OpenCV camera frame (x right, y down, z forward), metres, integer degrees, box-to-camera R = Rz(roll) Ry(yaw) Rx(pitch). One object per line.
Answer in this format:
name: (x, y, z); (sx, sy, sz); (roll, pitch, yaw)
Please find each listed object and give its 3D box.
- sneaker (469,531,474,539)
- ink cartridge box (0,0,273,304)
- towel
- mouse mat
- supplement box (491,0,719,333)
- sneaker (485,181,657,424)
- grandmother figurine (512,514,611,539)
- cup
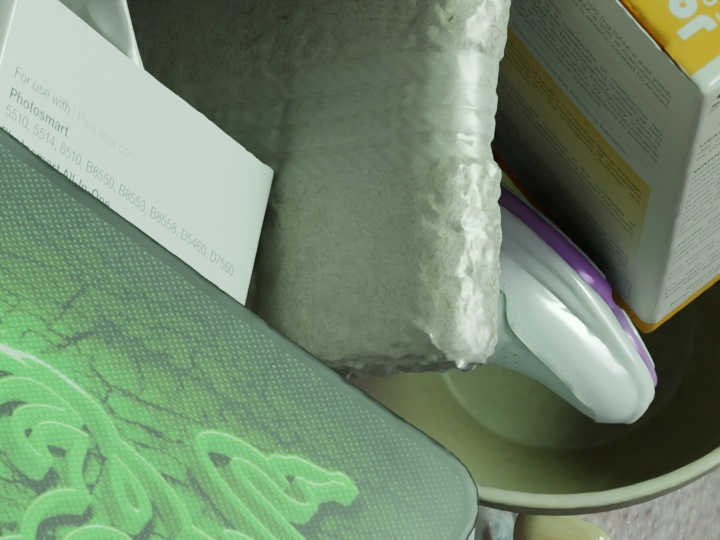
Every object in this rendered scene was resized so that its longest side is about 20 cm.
sneaker: (-0.043, 0.121, 0.966); (0.074, 0.118, 0.201); (-23, 143, -49)
ink cartridge box: (-0.118, 0.017, 0.804); (0.125, 0.128, 0.201); (38, 58, -49)
towel: (-0.033, -0.030, 0.875); (0.034, 0.200, 0.133); (9, 80, -45)
mouse mat: (-0.084, 0.050, 0.691); (0.200, 0.008, 0.161); (36, 57, -3)
supplement box: (0.082, -0.078, 0.908); (0.073, 0.126, 0.200); (-36, 164, -11)
sneaker: (0.000, 0.000, 0.960); (0.100, 0.200, 0.075); (-56, 176, 0)
grandmother figurine: (0.034, 0.174, 1.095); (0.200, 0.060, 0.122); (-41, 113, -47)
cup: (0.071, 0.001, 1.066); (0.143, 0.200, 0.201); (72, 25, -72)
